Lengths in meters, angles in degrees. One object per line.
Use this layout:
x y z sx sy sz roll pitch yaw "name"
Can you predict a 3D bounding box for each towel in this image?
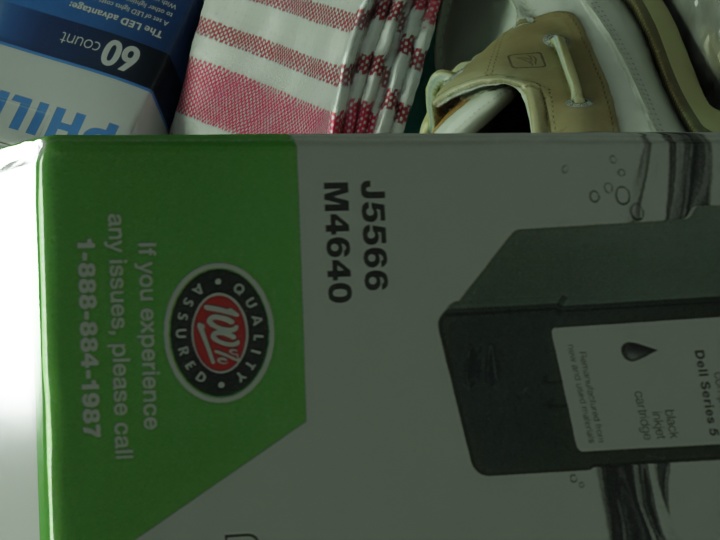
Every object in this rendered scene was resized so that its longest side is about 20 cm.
-0.008 -0.114 0.684 0.146 0.030 0.201 26 101 66 "towel"

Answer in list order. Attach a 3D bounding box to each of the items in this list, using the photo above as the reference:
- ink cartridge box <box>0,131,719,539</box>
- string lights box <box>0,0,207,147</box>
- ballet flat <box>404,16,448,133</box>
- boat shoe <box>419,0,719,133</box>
0.030 0.047 0.448 0.084 0.198 0.147 176 92 -71 "ink cartridge box"
-0.084 -0.117 0.793 0.059 0.102 0.201 77 -146 -64 "string lights box"
0.004 -0.074 0.758 0.072 0.067 0.201 110 156 -62 "ballet flat"
0.048 -0.033 0.605 0.200 0.068 0.075 -122 34 -60 "boat shoe"
